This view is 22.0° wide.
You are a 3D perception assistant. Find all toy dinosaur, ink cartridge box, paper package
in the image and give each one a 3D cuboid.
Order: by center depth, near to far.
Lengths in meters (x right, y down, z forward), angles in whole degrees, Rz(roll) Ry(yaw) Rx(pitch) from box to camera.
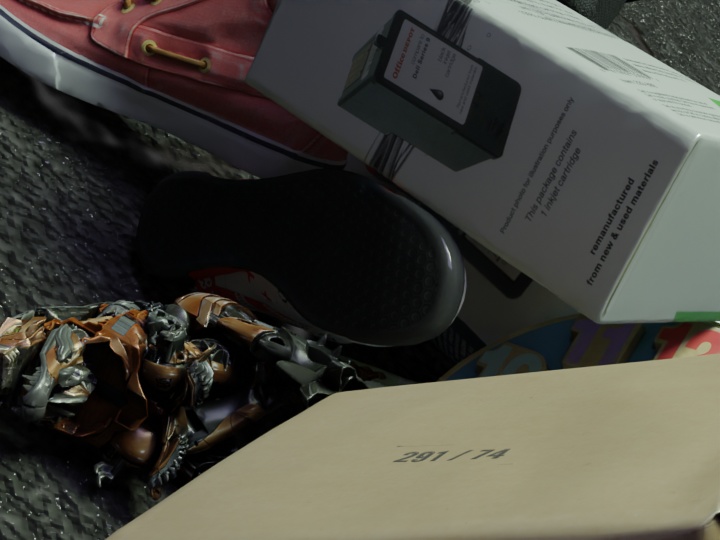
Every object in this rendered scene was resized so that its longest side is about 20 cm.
[{"bbox_3d":[0.046,0.099,0.572,0.190,0.199,0.104,-29,109,-62],"label":"paper package"},{"bbox_3d":[-0.056,0.044,0.750,0.199,0.103,0.136,-22,44,-38],"label":"toy dinosaur"},{"bbox_3d":[0.073,-0.064,0.779,0.200,0.084,0.146,36,19,29],"label":"ink cartridge box"}]

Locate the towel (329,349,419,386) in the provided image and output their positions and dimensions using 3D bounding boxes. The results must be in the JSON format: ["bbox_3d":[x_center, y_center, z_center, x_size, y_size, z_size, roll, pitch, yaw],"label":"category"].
[{"bbox_3d":[0.069,0.116,0.851,0.199,0.031,0.150,22,33,-28],"label":"towel"}]

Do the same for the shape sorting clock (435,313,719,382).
[{"bbox_3d":[0.098,0.091,0.747,0.201,0.199,0.039,-102,177,-48],"label":"shape sorting clock"}]

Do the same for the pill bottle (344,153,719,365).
[{"bbox_3d":[0.087,0.003,0.898,0.119,0.120,0.200,-1,37,-49],"label":"pill bottle"}]

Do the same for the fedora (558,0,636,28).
[{"bbox_3d":[0.125,-0.213,1.277,0.200,0.200,0.092,26,67,-22],"label":"fedora"}]

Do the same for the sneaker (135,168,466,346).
[{"bbox_3d":[0.000,-0.001,0.811,0.108,0.068,0.201,18,-5,-42],"label":"sneaker"}]

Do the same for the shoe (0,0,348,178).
[{"bbox_3d":[-0.085,-0.116,0.881,0.199,0.091,0.071,25,14,10],"label":"shoe"}]
